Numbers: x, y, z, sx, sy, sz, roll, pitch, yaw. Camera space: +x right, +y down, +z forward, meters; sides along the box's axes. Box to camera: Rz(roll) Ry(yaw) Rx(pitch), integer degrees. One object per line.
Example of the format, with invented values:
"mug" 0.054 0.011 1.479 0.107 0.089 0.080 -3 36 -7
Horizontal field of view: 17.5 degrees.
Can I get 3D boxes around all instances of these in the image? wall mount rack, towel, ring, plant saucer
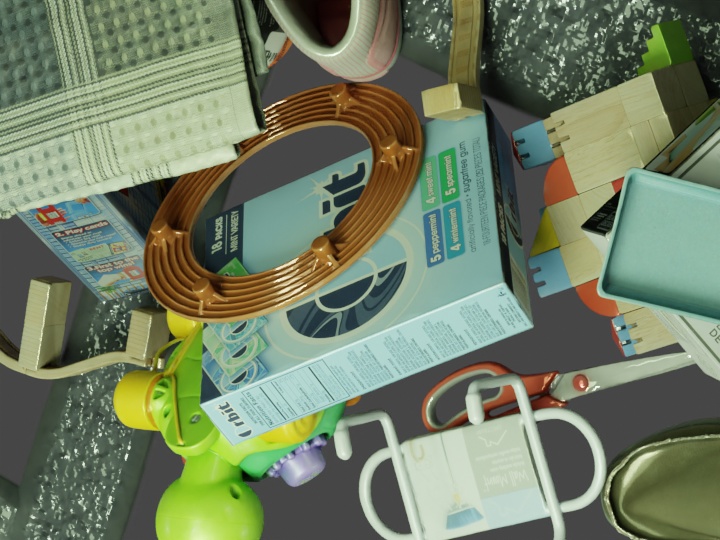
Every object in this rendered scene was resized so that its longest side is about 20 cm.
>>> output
"wall mount rack" 0.061 0.160 1.431 0.200 0.074 0.174 -18 85 42
"towel" -0.149 -0.142 1.343 0.199 0.035 0.193 -14 84 26
"ring" -0.052 -0.048 1.451 0.200 0.019 0.201 -21 39 18
"plant saucer" 0.225 0.002 1.238 0.199 0.019 0.070 13 93 -10

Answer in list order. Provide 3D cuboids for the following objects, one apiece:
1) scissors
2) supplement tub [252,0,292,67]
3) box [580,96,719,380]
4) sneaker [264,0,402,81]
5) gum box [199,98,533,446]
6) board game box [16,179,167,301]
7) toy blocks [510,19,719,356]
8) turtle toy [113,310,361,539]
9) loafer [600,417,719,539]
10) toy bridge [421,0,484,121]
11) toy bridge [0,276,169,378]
"scissors" 0.123 0.066 1.440 0.200 0.014 0.073 -32 76 29
"supplement tub" -0.119 -0.171 1.449 0.122 0.200 0.123 1 93 24
"box" 0.234 -0.046 1.274 0.200 0.060 0.117 -43 100 -2
"sneaker" -0.022 -0.218 1.445 0.075 0.105 0.201 -9 90 17
"gum box" 0.000 0.000 1.409 0.199 0.045 0.170 -22 39 16
"board game box" -0.188 -0.097 1.489 0.061 0.200 0.201 -14 77 11
"toy blocks" 0.156 -0.028 1.378 0.136 0.100 0.201 -21 88 41
"turtle toy" -0.073 0.096 1.478 0.145 0.200 0.101 3 138 33
"loafer" 0.225 0.122 1.354 0.199 0.070 0.076 -11 88 30
"toy bridge" 0.048 -0.189 1.433 0.027 0.067 0.201 -16 79 29
"toy bridge" -0.217 0.039 1.616 0.199 0.027 0.068 16 101 28
